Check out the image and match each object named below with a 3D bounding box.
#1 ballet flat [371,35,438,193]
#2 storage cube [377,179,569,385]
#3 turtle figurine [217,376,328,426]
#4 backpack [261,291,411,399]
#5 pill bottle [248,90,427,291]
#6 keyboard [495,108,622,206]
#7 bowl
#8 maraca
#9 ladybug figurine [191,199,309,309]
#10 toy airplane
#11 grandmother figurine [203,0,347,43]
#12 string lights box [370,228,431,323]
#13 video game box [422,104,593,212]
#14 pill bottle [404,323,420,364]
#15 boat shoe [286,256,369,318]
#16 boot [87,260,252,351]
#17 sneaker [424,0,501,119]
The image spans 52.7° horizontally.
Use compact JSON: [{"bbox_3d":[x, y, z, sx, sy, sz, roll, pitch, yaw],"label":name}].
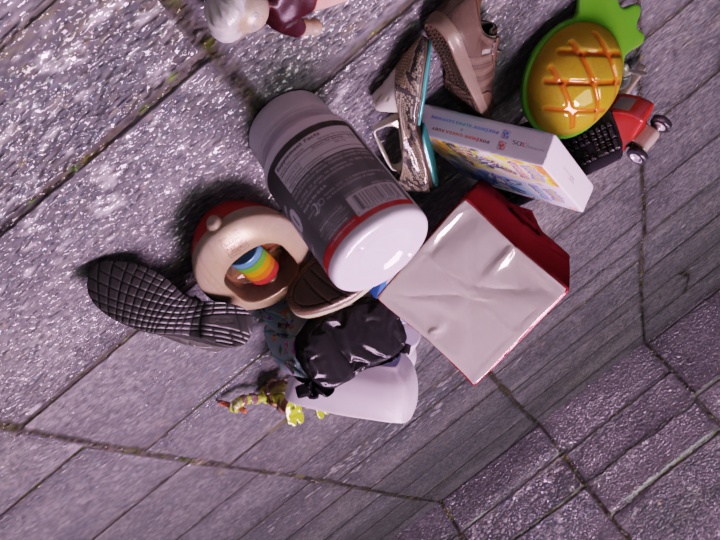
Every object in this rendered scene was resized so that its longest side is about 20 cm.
[{"bbox_3d":[0.050,-0.174,0.851,0.075,0.068,0.201,0,133,9],"label":"ballet flat"},{"bbox_3d":[0.154,0.006,0.954,0.200,0.171,0.180,-49,177,21],"label":"storage cube"},{"bbox_3d":[-0.119,0.208,1.194,0.199,0.161,0.065,7,87,-37],"label":"turtle figurine"},{"bbox_3d":[-0.050,0.082,0.987,0.166,0.127,0.200,-17,-170,-27],"label":"backpack"},{"bbox_3d":[-0.030,-0.087,0.755,0.113,0.200,0.114,-27,151,-17],"label":"pill bottle"},{"bbox_3d":[0.263,-0.174,1.030,0.199,0.128,0.021,-25,155,32],"label":"keyboard"},{"bbox_3d":[-0.007,0.159,1.131,0.200,0.199,0.075,-39,136,-79],"label":"bowl"},{"bbox_3d":[0.287,-0.268,0.944,0.137,0.107,0.201,28,100,-25],"label":"maraca"},{"bbox_3d":[-0.135,-0.023,0.867,0.135,0.072,0.200,-35,152,-3],"label":"ladybug figurine"},{"bbox_3d":[0.348,-0.215,1.089,0.199,0.141,0.200,-45,-171,36],"label":"toy airplane"},{"bbox_3d":[-0.047,-0.253,0.642,0.199,0.061,0.122,-28,142,-21],"label":"grandmother figurine"},{"bbox_3d":[0.049,0.020,1.153,0.102,0.059,0.201,-20,148,-27],"label":"string lights box"},{"bbox_3d":[0.189,-0.143,0.942,0.200,0.181,0.047,22,88,-57],"label":"video game box"},{"bbox_3d":[0.034,0.167,1.300,0.111,0.111,0.201,-14,144,-36],"label":"pill bottle"},{"bbox_3d":[0.000,0.000,0.907,0.199,0.072,0.076,-31,164,-8],"label":"boat shoe"},{"bbox_3d":[-0.235,0.057,0.862,0.199,0.068,0.130,23,158,-24],"label":"boot"},{"bbox_3d":[0.138,-0.245,0.848,0.076,0.070,0.200,-43,153,1],"label":"sneaker"}]
